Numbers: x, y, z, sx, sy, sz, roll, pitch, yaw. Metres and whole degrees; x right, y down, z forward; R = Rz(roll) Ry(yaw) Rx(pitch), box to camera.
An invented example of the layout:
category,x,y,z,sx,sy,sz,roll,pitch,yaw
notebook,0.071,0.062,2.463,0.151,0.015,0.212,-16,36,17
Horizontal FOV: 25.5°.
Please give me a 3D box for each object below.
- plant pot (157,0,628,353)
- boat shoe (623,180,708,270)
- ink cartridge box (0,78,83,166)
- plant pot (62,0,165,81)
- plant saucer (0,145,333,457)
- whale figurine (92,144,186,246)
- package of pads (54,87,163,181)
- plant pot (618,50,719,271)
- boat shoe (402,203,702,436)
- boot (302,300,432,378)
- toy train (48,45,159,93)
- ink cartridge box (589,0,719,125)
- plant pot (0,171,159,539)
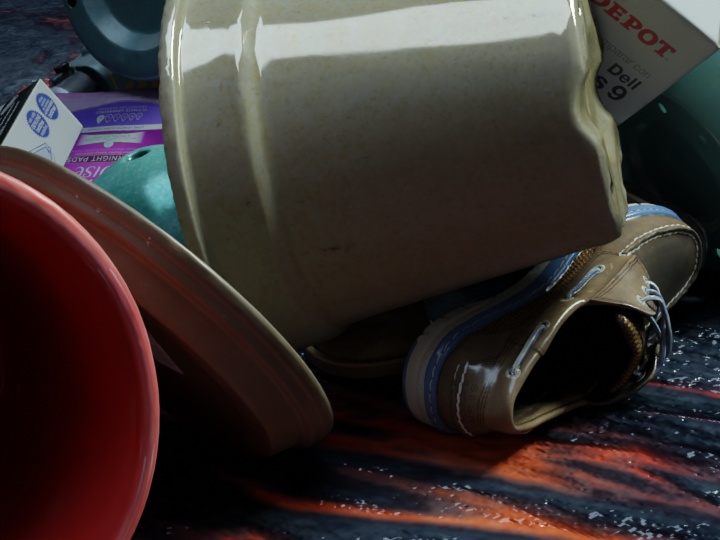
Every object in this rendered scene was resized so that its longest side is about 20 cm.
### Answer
category,x,y,z,sx,sy,sz,roll,pitch,yaw
plant pot,0.026,-0.064,0.754,0.182,0.202,0.201,-9,18,14
boat shoe,0.128,-0.027,0.940,0.062,0.072,0.199,-17,18,-38
ink cartridge box,-0.226,-0.023,0.894,0.094,0.044,0.201,-30,27,24
plant pot,-0.095,-0.207,1.084,0.199,0.202,0.187,7,17,32
plant saucer,-0.099,0.021,0.719,0.199,0.200,0.030,17,62,47
whale figurine,-0.147,-0.007,0.898,0.198,0.105,0.159,-15,21,-4
package of pads,-0.143,-0.058,1.035,0.198,0.076,0.121,-1,47,15
plant pot,0.235,-0.094,0.918,0.160,0.202,0.200,-35,29,-18
boat shoe,0.114,0.031,0.784,0.199,0.073,0.072,-32,35,-33
boot,0.000,0.000,0.884,0.073,0.076,0.200,-5,21,-5
toy train,-0.162,-0.142,1.217,0.085,0.115,0.200,-2,33,42
ink cartridge box,0.078,-0.133,0.852,0.200,0.145,0.088,-38,25,42
plant pot,-0.197,0.050,0.647,0.199,0.202,0.177,-13,10,-21
